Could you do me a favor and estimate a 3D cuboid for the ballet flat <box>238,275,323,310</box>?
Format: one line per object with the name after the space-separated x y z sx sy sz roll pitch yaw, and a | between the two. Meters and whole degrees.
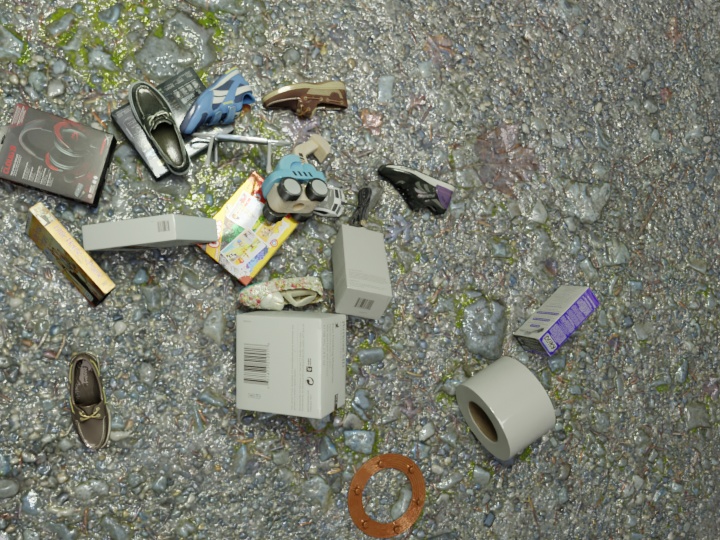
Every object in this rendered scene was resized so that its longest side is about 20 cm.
-0.163 0.053 1.227 0.199 0.076 0.064 -11 50 -34 | ballet flat

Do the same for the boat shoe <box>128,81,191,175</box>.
-0.394 -0.290 1.129 0.072 0.071 0.201 -32 99 -16 | boat shoe

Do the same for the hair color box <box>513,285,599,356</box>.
0.502 0.126 1.451 0.200 0.109 0.065 -40 102 -14 | hair color box

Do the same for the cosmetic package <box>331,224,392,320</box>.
0.000 0.000 1.244 0.107 0.085 0.201 12 42 -16 | cosmetic package

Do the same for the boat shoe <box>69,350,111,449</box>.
-0.544 0.264 1.130 0.071 0.059 0.201 -6 91 -19 | boat shoe

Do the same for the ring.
0.066 0.538 1.348 0.199 0.019 0.202 1 88 -19 | ring

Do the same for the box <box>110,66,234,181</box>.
-0.393 -0.308 1.194 0.200 0.051 0.158 -38 100 -16 | box

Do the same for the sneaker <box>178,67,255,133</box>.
-0.290 -0.337 1.163 0.082 0.074 0.200 47 57 -18 | sneaker

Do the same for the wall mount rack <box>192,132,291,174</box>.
-0.239 -0.234 1.134 0.199 0.174 0.075 3 98 -9 | wall mount rack

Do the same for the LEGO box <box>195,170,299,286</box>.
-0.243 -0.089 1.226 0.149 0.077 0.200 41 77 -13 | LEGO box

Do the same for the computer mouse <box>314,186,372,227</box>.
-0.074 -0.161 1.301 0.199 0.044 0.110 13 80 -19 | computer mouse

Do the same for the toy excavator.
-0.130 -0.213 1.209 0.194 0.100 0.201 -3 64 -37 | toy excavator

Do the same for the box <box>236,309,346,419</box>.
-0.143 0.188 1.178 0.199 0.131 0.200 1 92 21 | box

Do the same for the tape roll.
0.342 0.326 1.347 0.139 0.203 0.204 -28 98 -16 | tape roll

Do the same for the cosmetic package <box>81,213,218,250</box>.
-0.401 -0.070 1.092 0.199 0.151 0.052 -5 92 16 | cosmetic package

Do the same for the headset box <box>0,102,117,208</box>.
-0.604 -0.225 1.110 0.199 0.075 0.150 17 84 -17 | headset box

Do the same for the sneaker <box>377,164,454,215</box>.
0.130 -0.190 1.355 0.199 0.076 0.088 17 90 -17 | sneaker

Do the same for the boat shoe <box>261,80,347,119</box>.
-0.121 -0.378 1.277 0.199 0.072 0.072 -14 92 -24 | boat shoe

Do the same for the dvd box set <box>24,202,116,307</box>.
-0.559 -0.024 1.086 0.200 0.146 0.029 52 56 -11 | dvd box set
